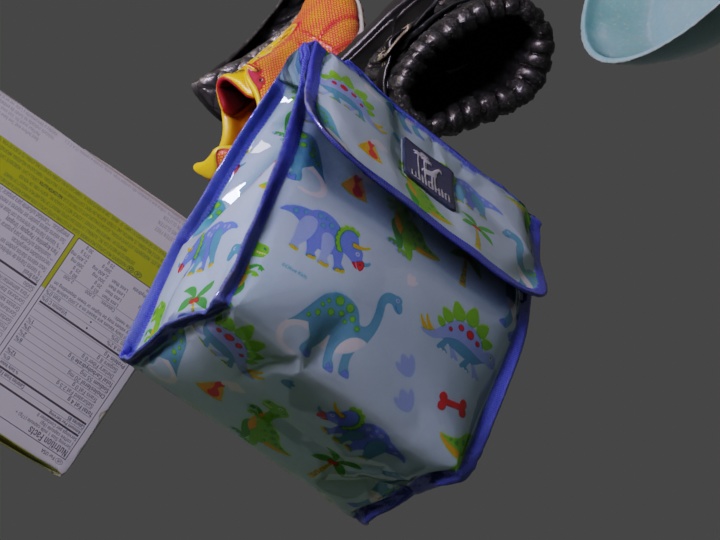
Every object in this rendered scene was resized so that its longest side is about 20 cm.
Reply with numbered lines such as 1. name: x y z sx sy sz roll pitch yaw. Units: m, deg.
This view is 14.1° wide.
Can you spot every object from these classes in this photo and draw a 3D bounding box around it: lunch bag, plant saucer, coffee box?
1. lunch bag: 0.000 0.000 1.506 0.127 0.170 0.200 -30 29 49
2. plant saucer: 0.199 -0.183 1.559 0.200 0.036 0.200 -44 23 24
3. coffee box: -0.257 0.000 2.033 0.198 0.200 0.200 -57 20 -7

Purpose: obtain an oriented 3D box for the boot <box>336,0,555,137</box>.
1. boot: 0.018 -0.088 1.742 0.211 0.079 0.158 -53 20 1

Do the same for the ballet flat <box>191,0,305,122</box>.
1. ballet flat: -0.048 -0.191 2.086 0.200 0.057 0.066 -58 21 -12

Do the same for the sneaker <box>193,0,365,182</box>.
1. sneaker: -0.052 -0.130 1.971 0.073 0.077 0.200 -34 26 47
